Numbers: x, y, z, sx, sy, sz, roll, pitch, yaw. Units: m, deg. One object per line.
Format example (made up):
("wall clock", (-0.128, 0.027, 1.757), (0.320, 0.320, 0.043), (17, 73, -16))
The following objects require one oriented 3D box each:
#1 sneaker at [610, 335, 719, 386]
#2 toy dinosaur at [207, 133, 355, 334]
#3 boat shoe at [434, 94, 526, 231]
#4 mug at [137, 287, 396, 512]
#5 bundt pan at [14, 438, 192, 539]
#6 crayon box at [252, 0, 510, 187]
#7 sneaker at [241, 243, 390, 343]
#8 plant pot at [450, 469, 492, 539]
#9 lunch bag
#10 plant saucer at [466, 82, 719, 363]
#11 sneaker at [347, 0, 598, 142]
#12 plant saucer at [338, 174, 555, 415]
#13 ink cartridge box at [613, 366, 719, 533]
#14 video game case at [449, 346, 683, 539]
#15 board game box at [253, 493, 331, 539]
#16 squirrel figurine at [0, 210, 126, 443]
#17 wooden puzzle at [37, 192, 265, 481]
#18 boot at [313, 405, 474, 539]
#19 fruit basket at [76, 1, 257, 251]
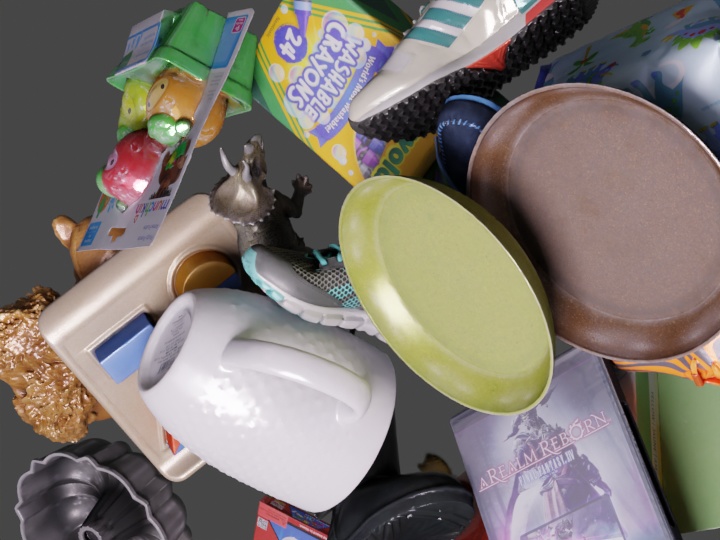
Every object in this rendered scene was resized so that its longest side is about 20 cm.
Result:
("sneaker", (0.272, 0.074, 0.874), (0.198, 0.077, 0.113), (-12, 65, 26))
("toy dinosaur", (-0.071, -0.018, 1.047), (0.076, 0.102, 0.202), (-12, 104, 33))
("boat shoe", (0.107, -0.039, 0.909), (0.084, 0.069, 0.200), (6, 144, 41))
("mug", (-0.070, 0.091, 0.976), (0.175, 0.149, 0.199), (29, 159, -24))
("bundt pan", (-0.259, 0.262, 1.294), (0.200, 0.076, 0.204), (11, 116, 24))
("crayon box", (0.011, -0.138, 0.979), (0.200, 0.052, 0.126), (41, 125, 7))
("sneaker", (0.000, 0.000, 0.992), (0.078, 0.199, 0.092), (42, 111, 57))
("plant pot", (0.125, 0.281, 1.027), (0.200, 0.176, 0.200), (46, 125, 4))
("lunch bag", (0.226, -0.069, 0.852), (0.169, 0.128, 0.201), (-19, 116, 36))
("plant saucer", (0.161, -0.033, 0.804), (0.199, 0.032, 0.202), (22, 132, 27))
("sneaker", (0.068, -0.174, 0.893), (0.199, 0.070, 0.094), (-33, 67, 10))
("plant saucer", (0.065, 0.013, 0.884), (0.199, 0.031, 0.201), (35, 146, 27))
("ink cartridge box", (0.216, 0.128, 0.931), (0.199, 0.147, 0.048), (-21, 139, 36))
("video game case", (0.152, 0.170, 0.907), (0.142, 0.019, 0.201), (-34, 61, 30))
("board game box", (-0.018, 0.304, 1.213), (0.199, 0.019, 0.104), (23, 122, 19))
("squirrel figurine", (-0.241, 0.046, 1.112), (0.141, 0.200, 0.188), (29, 132, 20))
("wooden puzzle", (-0.146, 0.064, 1.066), (0.185, 0.046, 0.201), (-38, 115, -6))
("boot", (0.018, 0.164, 1.040), (0.073, 0.164, 0.198), (15, 141, -26))
("fruit basket", (-0.166, -0.111, 0.986), (0.093, 0.201, 0.185), (33, 165, -26))
